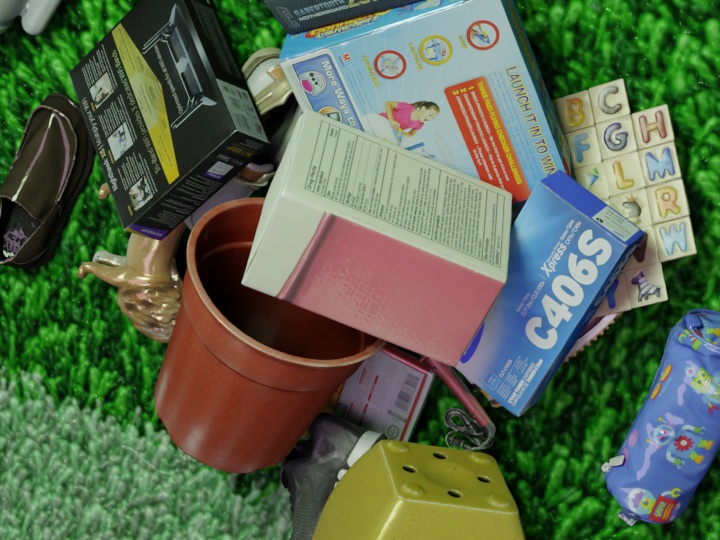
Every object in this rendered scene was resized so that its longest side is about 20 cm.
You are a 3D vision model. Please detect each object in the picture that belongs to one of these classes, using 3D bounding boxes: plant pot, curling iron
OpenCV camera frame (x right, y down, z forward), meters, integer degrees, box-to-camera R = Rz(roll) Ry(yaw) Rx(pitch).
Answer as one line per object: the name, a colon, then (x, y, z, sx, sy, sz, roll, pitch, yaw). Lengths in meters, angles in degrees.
plant pot: (-0.094, 0.073, 1.376, 0.200, 0.201, 0.196, 36, 130, 9)
plant pot: (0.059, 0.273, 1.367, 0.194, 0.194, 0.201, 10, 109, -12)
curling iron: (0.063, 0.089, 1.400, 0.049, 0.026, 0.201, -32, 96, 10)

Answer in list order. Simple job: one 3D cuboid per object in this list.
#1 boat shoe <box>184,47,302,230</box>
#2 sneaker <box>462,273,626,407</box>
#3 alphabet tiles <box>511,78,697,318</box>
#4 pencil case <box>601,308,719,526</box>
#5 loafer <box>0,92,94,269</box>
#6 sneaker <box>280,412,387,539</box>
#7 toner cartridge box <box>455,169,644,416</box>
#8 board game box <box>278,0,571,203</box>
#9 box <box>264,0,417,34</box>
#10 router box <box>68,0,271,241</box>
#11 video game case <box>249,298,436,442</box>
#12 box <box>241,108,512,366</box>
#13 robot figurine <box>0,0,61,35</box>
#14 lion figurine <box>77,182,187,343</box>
boat shoe: (-0.114, -0.112, 1.413, 0.201, 0.074, 0.069, -62, 39, 24)
sneaker: (0.163, 0.040, 1.355, 0.090, 0.075, 0.200, 46, 116, -3)
alphabet tiles: (0.204, -0.060, 1.308, 0.165, 0.006, 0.202, -14, 78, 26)
pencil case: (0.285, 0.132, 1.329, 0.086, 0.078, 0.201, 18, 112, -8)
loafer: (-0.330, -0.084, 1.520, 0.073, 0.071, 0.201, 24, 113, 14)
sneaker: (-0.046, 0.216, 1.486, 0.090, 0.066, 0.201, 33, 126, 11)
toner cartridge box: (0.154, 0.022, 1.287, 0.095, 0.043, 0.201, 38, 123, 18)
board game box: (0.059, -0.138, 1.275, 0.195, 0.056, 0.201, -15, 123, 17)
box: (0.006, -0.307, 1.264, 0.157, 0.201, 0.051, -10, 146, 24)
router box: (-0.184, -0.155, 1.400, 0.157, 0.052, 0.201, -38, 59, 25)
video game case: (-0.033, 0.111, 1.477, 0.199, 0.017, 0.144, 27, 121, 12)
box: (0.016, -0.027, 1.247, 0.199, 0.128, 0.109, 22, 128, -8)
robot figurine: (-0.365, -0.305, 1.447, 0.169, 0.113, 0.200, 40, 116, -9)
lion figurine: (-0.206, -0.030, 1.488, 0.122, 0.072, 0.201, 18, 107, 8)
